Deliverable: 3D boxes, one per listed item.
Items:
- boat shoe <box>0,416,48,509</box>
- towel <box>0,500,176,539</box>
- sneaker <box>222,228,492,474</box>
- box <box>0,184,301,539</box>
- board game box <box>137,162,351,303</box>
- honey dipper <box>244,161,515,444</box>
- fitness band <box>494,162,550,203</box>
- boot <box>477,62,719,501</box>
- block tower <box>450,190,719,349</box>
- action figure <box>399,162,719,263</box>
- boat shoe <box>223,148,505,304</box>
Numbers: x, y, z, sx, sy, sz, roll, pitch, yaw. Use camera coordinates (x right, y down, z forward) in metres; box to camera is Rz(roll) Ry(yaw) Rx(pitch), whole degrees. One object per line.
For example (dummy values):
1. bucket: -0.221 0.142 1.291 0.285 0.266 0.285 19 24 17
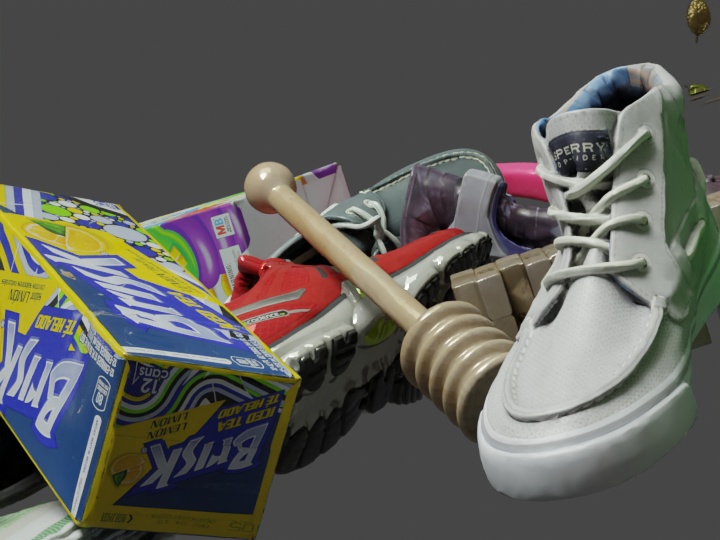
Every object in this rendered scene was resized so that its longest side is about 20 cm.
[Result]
1. boat shoe: -0.168 0.074 0.739 0.066 0.070 0.200 -20 -6 30
2. towel: -0.170 0.123 0.701 0.200 0.031 0.149 -19 2 19
3. sneaker: -0.013 0.015 0.839 0.085 0.077 0.200 28 27 25
4. box: -0.097 0.028 0.735 0.070 0.064 0.200 9 14 -29
5. board game box: -0.100 0.016 1.186 0.200 0.105 0.103 -15 5 40
6. honey dipper: 0.006 0.003 0.772 0.038 0.038 0.200 -19 35 -20
7. fitness band: 0.071 -0.020 1.125 0.143 0.037 0.200 12 25 40
8. boot: 0.075 -0.006 0.661 0.073 0.096 0.200 -10 18 20
9. block tower: 0.129 0.002 0.787 0.200 0.054 0.058 -18 5 3
10. action figure: 0.124 -0.016 0.936 0.200 0.070 0.130 1 1 19
11. boat shoe: 0.000 0.000 0.995 0.200 0.073 0.062 -36 -10 -17
